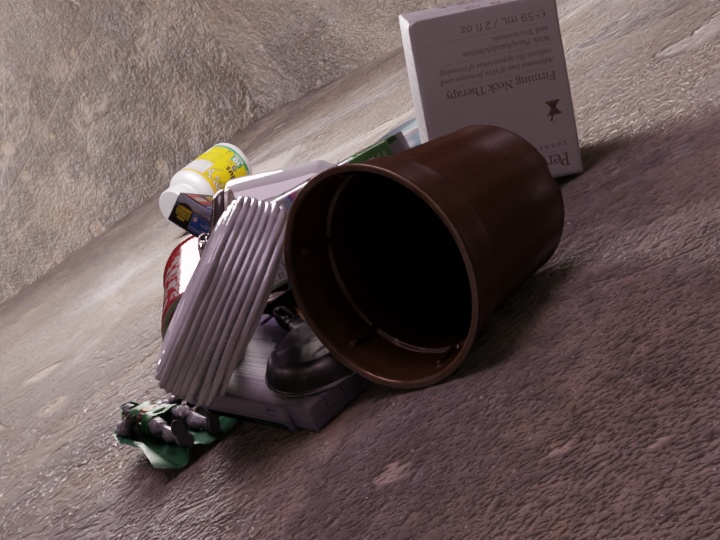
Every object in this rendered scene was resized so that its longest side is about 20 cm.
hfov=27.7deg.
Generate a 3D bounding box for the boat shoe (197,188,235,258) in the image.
[{"bbox_3d":[-0.158,0.011,1.594,0.057,0.201,0.067,-2,19,4],"label":"boat shoe"}]

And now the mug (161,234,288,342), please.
[{"bbox_3d":[-0.160,0.029,1.739,0.177,0.134,0.200,-32,15,7],"label":"mug"}]

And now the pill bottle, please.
[{"bbox_3d":[-0.318,-0.170,2.972,0.112,0.113,0.200,-20,16,42],"label":"pill bottle"}]

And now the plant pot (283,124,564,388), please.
[{"bbox_3d":[0.070,-0.027,1.286,0.200,0.201,0.198,-20,8,43],"label":"plant pot"}]

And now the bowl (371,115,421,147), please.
[{"bbox_3d":[0.082,-0.137,1.867,0.200,0.105,0.201,-30,11,6],"label":"bowl"}]

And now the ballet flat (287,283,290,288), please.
[{"bbox_3d":[0.000,0.000,1.645,0.070,0.068,0.199,-9,-5,-40],"label":"ballet flat"}]

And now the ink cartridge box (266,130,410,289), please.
[{"bbox_3d":[-0.032,-0.063,1.556,0.199,0.084,0.145,-28,5,11],"label":"ink cartridge box"}]

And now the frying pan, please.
[{"bbox_3d":[-0.038,0.056,1.364,0.114,0.031,0.190,-19,27,9],"label":"frying pan"}]

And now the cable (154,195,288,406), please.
[{"bbox_3d":[-0.125,0.024,1.336,0.200,0.069,0.201,-77,13,-57],"label":"cable"}]

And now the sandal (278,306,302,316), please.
[{"bbox_3d":[-0.072,0.071,1.517,0.080,0.054,0.200,-19,13,43],"label":"sandal"}]

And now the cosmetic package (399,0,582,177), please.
[{"bbox_3d":[0.144,-0.203,1.650,0.166,0.201,0.166,-12,13,0],"label":"cosmetic package"}]

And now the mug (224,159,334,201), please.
[{"bbox_3d":[-0.084,-0.085,1.991,0.152,0.150,0.187,-20,21,13],"label":"mug"}]

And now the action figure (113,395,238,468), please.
[{"bbox_3d":[-0.205,0.156,1.503,0.118,0.055,0.200,-24,10,-29],"label":"action figure"}]

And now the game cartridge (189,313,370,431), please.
[{"bbox_3d":[-0.069,0.095,1.380,0.199,0.039,0.130,5,41,48],"label":"game cartridge"}]

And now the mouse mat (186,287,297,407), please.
[{"bbox_3d":[-0.106,0.069,1.559,0.200,0.008,0.161,-37,-15,-18],"label":"mouse mat"}]

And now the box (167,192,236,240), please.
[{"bbox_3d":[-0.125,-0.042,1.761,0.040,0.136,0.200,-62,-22,11],"label":"box"}]
